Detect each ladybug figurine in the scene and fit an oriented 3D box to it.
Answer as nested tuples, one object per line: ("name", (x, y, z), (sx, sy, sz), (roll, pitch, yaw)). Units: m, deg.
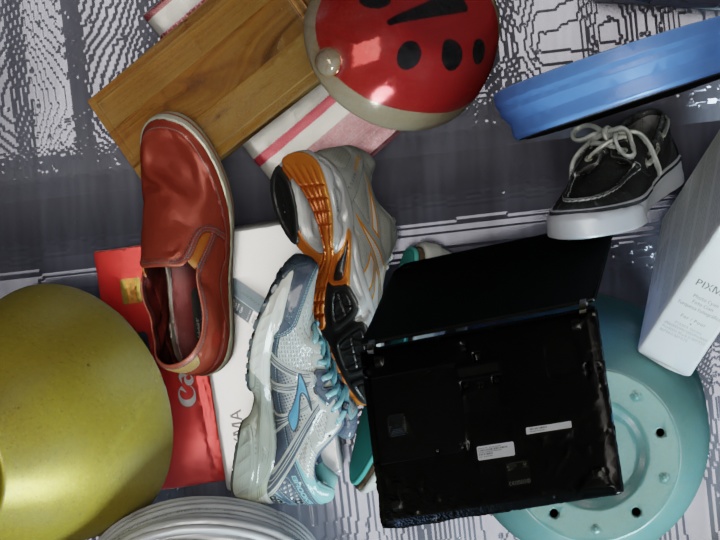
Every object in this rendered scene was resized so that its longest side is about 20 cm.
("ladybug figurine", (0.038, -0.173, 1.324), (0.072, 0.200, 0.136), (-33, 88, 40))

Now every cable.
("cable", (-0.118, 0.255, 1.386), (0.199, 0.069, 0.200), (-36, 119, 22))

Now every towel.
("towel", (-0.055, -0.165, 1.416), (0.144, 0.023, 0.200), (-39, 89, 7))

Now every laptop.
("laptop", (0.099, 0.071, 1.289), (0.176, 0.103, 0.202), (-12, 78, 22))

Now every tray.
("tray", (-0.107, -0.145, 1.376), (0.199, 0.037, 0.099), (-35, 91, 27))

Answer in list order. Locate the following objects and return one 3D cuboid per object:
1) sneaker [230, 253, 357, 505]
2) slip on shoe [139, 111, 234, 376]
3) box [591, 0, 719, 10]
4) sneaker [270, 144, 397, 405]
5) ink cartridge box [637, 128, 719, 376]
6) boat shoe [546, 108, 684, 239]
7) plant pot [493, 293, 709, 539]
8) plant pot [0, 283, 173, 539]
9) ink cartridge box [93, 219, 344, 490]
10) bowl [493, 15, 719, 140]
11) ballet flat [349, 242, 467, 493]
("sneaker", (-0.039, 0.083, 1.352), (0.085, 0.078, 0.202), (11, 113, 6))
("slip on shoe", (-0.135, -0.018, 1.366), (0.073, 0.061, 0.202), (-3, 94, 27))
("box", (0.267, -0.297, 1.351), (0.175, 0.097, 0.202), (6, 93, 5))
("sneaker", (0.000, 0.000, 1.381), (0.075, 0.092, 0.202), (1, 107, 42))
("ink cartridge box", (0.265, -0.048, 1.282), (0.047, 0.161, 0.201), (25, 131, -3))
("boat shoe", (0.186, -0.074, 1.320), (0.073, 0.199, 0.069), (-1, 107, 33))
("plant pot", (0.168, 0.123, 1.353), (0.198, 0.161, 0.203), (0, 93, 3))
("plant pot", (-0.259, 0.123, 1.351), (0.198, 0.142, 0.202), (7, 106, 26))
("ink cartridge box", (-0.113, 0.070, 1.424), (0.174, 0.045, 0.202), (-9, 93, 3))
("bowl", (0.195, -0.138, 1.312), (0.199, 0.201, 0.040), (-18, 91, 4))
("ballet flat", (0.046, 0.080, 1.410), (0.069, 0.069, 0.202), (14, 94, 2))
